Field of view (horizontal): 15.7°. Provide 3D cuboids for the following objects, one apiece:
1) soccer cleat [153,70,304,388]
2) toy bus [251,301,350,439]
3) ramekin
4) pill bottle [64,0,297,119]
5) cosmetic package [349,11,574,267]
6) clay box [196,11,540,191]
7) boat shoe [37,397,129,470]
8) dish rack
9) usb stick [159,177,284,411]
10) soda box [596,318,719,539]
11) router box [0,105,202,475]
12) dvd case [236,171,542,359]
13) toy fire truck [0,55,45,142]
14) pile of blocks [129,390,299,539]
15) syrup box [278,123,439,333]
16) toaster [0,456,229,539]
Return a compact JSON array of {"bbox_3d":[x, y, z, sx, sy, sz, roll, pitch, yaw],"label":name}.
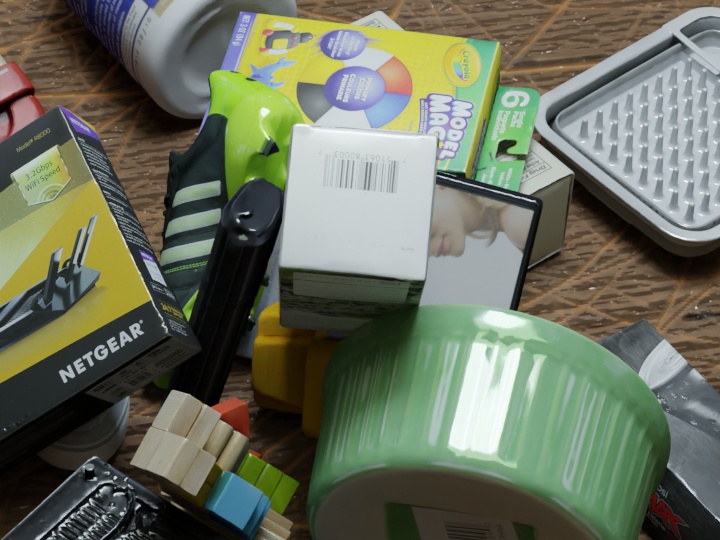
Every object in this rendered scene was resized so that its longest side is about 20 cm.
[{"bbox_3d":[-0.090,-0.024,1.568,0.067,0.201,0.081,0,31,-46],"label":"soccer cleat"},{"bbox_3d":[0.032,0.068,1.538,0.199,0.066,0.078,8,19,11],"label":"toy bus"},{"bbox_3d":[0.065,0.118,1.432,0.199,0.201,0.098,12,53,6],"label":"ramekin"},{"bbox_3d":[-0.143,-0.207,1.787,0.119,0.120,0.200,-24,52,-26],"label":"pill bottle"},{"bbox_3d":[0.035,-0.075,1.704,0.103,0.073,0.200,-27,53,-27],"label":"cosmetic package"},{"bbox_3d":[0.008,-0.099,1.641,0.199,0.048,0.115,7,52,11],"label":"clay box"},{"bbox_3d":[-0.171,0.029,1.583,0.071,0.069,0.201,4,45,-1],"label":"boat shoe"},{"bbox_3d":[0.229,-0.089,1.757,0.199,0.044,0.172,-29,55,-30],"label":"dish rack"},{"bbox_3d":[-0.081,0.028,1.500,0.032,0.201,0.056,23,45,2],"label":"usb stick"},{"bbox_3d":[0.199,0.122,1.530,0.070,0.064,0.200,-24,52,-26],"label":"soda box"},{"bbox_3d":[-0.212,0.026,1.494,0.199,0.052,0.158,-32,70,10],"label":"router box"},{"bbox_3d":[0.000,0.000,1.589,0.199,0.144,0.018,15,11,10],"label":"dvd case"},{"bbox_3d":[-0.257,-0.045,1.630,0.176,0.129,0.200,-32,72,-28],"label":"toy fire truck"},{"bbox_3d":[-0.066,0.109,1.417,0.082,0.200,0.062,28,80,11],"label":"pile of blocks"},{"bbox_3d":[-0.003,-0.018,1.432,0.078,0.200,0.082,5,81,0],"label":"syrup box"},{"bbox_3d":[-0.121,0.220,1.362,0.199,0.119,0.181,28,50,22],"label":"toaster"}]
